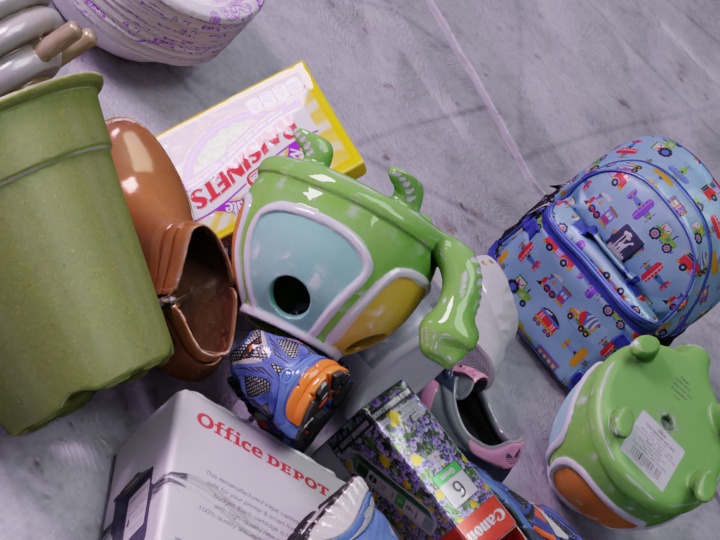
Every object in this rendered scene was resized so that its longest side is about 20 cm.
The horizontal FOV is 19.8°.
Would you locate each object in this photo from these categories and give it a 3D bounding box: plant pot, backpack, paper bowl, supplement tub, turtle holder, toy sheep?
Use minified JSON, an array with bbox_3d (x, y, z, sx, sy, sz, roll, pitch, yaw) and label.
[{"bbox_3d":[-0.218,0.000,1.357,0.200,0.199,0.191,-24,87,-55],"label":"plant pot"},{"bbox_3d":[0.233,-0.012,1.837,0.183,0.200,0.134,54,34,10],"label":"backpack"},{"bbox_3d":[-0.183,-0.254,1.707,0.200,0.104,0.201,30,36,-25],"label":"paper bowl"},{"bbox_3d":[-0.020,0.006,1.594,0.122,0.123,0.200,-10,56,-52],"label":"supplement tub"},{"bbox_3d":[-0.006,-0.001,1.466,0.185,0.141,0.132,29,80,-12],"label":"turtle holder"},{"bbox_3d":[0.223,0.127,1.711,0.140,0.132,0.186,21,55,-26],"label":"turtle holder"},{"bbox_3d":[-0.279,-0.180,1.497,0.201,0.138,0.138,57,34,4],"label":"toy sheep"}]

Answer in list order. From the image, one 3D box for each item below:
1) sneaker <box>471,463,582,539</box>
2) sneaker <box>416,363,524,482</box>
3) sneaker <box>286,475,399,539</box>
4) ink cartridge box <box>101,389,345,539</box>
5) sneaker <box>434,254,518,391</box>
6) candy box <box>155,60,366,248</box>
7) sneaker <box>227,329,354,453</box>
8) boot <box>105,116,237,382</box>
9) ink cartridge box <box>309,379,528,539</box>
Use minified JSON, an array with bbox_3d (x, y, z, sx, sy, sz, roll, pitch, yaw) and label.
[{"bbox_3d":[0.118,0.208,1.598,0.200,0.075,0.079,42,20,-18],"label":"sneaker"},{"bbox_3d":[0.060,0.085,1.649,0.200,0.082,0.070,55,34,11],"label":"sneaker"},{"bbox_3d":[-0.018,0.207,1.287,0.089,0.079,0.200,46,34,0],"label":"sneaker"},{"bbox_3d":[-0.093,0.199,1.355,0.144,0.084,0.201,32,37,-23],"label":"ink cartridge box"},{"bbox_3d":[0.056,0.002,1.749,0.200,0.074,0.116,53,31,-9],"label":"sneaker"},{"bbox_3d":[-0.105,-0.071,1.553,0.103,0.199,0.026,59,-8,18],"label":"candy box"},{"bbox_3d":[-0.053,0.080,1.460,0.078,0.200,0.075,38,76,6],"label":"sneaker"},{"bbox_3d":[-0.132,-0.022,1.438,0.073,0.155,0.201,-19,89,-16],"label":"boot"},{"bbox_3d":[0.053,0.189,1.502,0.050,0.109,0.200,-33,82,-39],"label":"ink cartridge box"}]
